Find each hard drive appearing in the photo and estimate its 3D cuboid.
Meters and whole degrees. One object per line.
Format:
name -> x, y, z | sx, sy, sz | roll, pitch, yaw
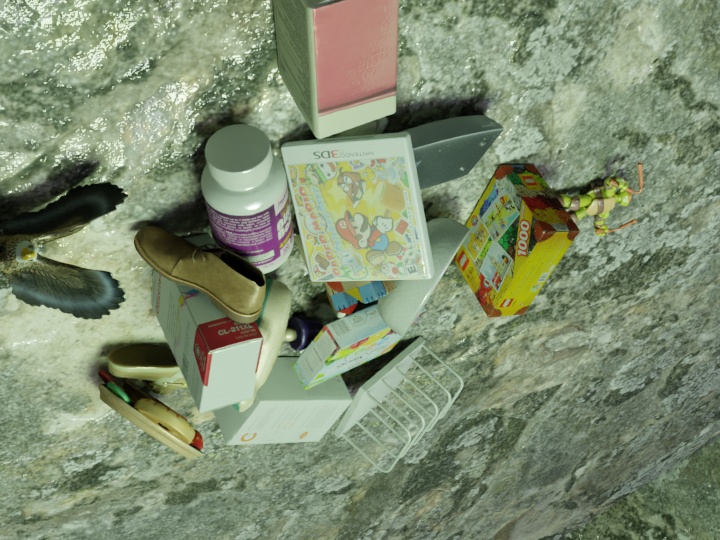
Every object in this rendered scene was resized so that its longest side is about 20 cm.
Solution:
hard drive -> 0.094, -0.161, 1.513 | 0.199, 0.042, 0.135 | -17, 159, -31

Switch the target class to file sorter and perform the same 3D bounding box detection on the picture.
file sorter -> 0.075, 0.244, 1.932 | 0.200, 0.124, 0.139 | -36, 160, -46

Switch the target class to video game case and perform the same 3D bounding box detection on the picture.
video game case -> -0.004, -0.080, 1.427 | 0.181, 0.023, 0.201 | -1, 114, 25

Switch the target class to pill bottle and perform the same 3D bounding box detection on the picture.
pill bottle -> -0.148, -0.093, 1.402 | 0.112, 0.113, 0.200 | -20, 146, -12

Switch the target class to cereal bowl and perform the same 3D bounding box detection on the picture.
cereal bowl -> 0.086, -0.001, 1.674 | 0.200, 0.083, 0.200 | -57, 174, -9

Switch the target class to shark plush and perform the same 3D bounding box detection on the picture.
shark plush -> -0.029, -0.131, 1.483 | 0.083, 0.091, 0.200 | -37, 157, -54

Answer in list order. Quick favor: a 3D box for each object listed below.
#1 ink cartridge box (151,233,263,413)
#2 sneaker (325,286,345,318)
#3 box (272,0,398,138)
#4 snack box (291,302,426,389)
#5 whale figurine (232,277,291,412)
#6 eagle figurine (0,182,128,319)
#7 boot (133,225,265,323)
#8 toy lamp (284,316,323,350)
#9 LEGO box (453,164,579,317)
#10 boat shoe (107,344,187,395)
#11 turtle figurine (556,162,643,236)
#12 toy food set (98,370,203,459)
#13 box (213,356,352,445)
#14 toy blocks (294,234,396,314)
ink cartridge box -> -0.217, 0.071, 1.491 | 0.083, 0.200, 0.146 | -14, 145, -25
sneaker -> 0.000, 0.000, 1.665 | 0.087, 0.076, 0.200 | -13, 144, -22
box -> -0.029, -0.275, 1.232 | 0.109, 0.128, 0.200 | -20, 146, -14
snack box -> -0.002, 0.113, 1.772 | 0.200, 0.053, 0.142 | -21, 161, -38
whale figurine -> -0.171, 0.105, 1.596 | 0.103, 0.201, 0.159 | 17, 165, -2
eagle figurine -> -0.385, -0.024, 1.285 | 0.199, 0.151, 0.152 | 0, 127, -25
boot -> -0.208, -0.014, 1.415 | 0.074, 0.200, 0.076 | -50, 167, -46
toy lamp -> -0.150, 0.104, 1.714 | 0.199, 0.058, 0.058 | -2, 138, -33
LEGO box -> 0.242, -0.046, 1.713 | 0.077, 0.149, 0.200 | -4, 139, -31
boat shoe -> -0.300, 0.157, 1.648 | 0.199, 0.074, 0.067 | 5, 113, -40
turtle figurine -> 0.394, -0.118, 1.805 | 0.161, 0.065, 0.200 | -14, 153, -8
toy food set -> -0.319, 0.221, 1.639 | 0.049, 0.198, 0.200 | -56, 157, -11
box -> -0.137, 0.224, 1.843 | 0.199, 0.098, 0.125 | 5, 134, -41
toy blocks -> -0.002, -0.013, 1.520 | 0.200, 0.137, 0.100 | -21, -178, 38
